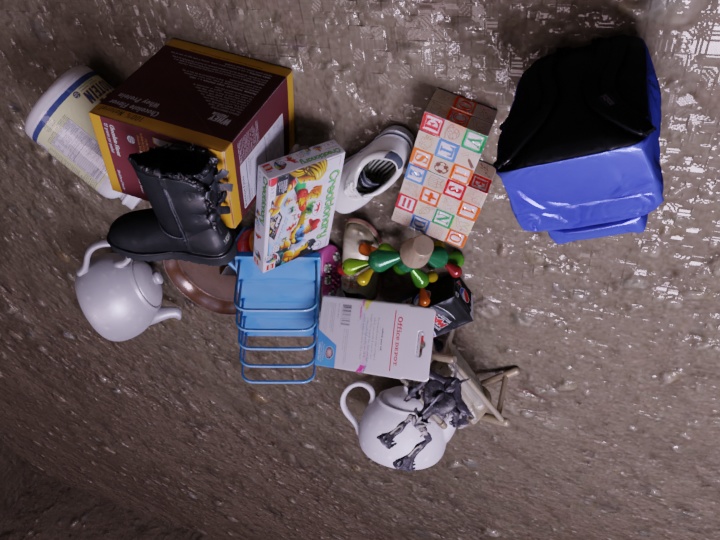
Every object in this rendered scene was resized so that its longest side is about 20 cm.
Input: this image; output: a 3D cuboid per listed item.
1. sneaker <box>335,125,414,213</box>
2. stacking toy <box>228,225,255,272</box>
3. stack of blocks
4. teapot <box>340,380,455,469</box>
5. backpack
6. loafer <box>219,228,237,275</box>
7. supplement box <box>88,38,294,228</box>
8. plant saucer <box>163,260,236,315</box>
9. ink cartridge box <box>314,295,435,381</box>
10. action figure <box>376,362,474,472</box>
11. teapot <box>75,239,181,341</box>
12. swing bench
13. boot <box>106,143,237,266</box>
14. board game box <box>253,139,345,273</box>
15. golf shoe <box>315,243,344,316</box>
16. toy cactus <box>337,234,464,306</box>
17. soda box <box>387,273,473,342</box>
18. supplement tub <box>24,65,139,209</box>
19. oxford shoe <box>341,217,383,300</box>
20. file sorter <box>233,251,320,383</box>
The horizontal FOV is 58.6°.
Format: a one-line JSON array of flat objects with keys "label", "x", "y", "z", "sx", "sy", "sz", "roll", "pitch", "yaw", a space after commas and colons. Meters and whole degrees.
[{"label": "sneaker", "x": 0.002, "y": -0.135, "z": 0.940, "sx": 0.073, "sy": 0.071, "sz": 0.200, "roll": 35, "pitch": 142, "yaw": -10}, {"label": "stacking toy", "x": -0.126, "y": -0.060, "z": 1.091, "sx": 0.110, "sy": 0.116, "sz": 0.200, "roll": 42, "pitch": 125, "yaw": -16}, {"label": "stack of blocks", "x": 0.124, "y": -0.134, "z": 0.882, "sx": 0.114, "sy": 0.059, "sz": 0.201, "roll": 22, "pitch": 141, "yaw": 6}, {"label": "teapot", "x": 0.087, "y": 0.302, "z": 1.317, "sx": 0.197, "sy": 0.199, "sz": 0.147, "roll": 24, "pitch": 112, "yaw": 55}, {"label": "backpack", "x": 0.241, "y": -0.142, "z": 0.699, "sx": 0.161, "sy": 0.201, "sz": 0.168, "roll": -5, "pitch": 141, "yaw": 28}, {"label": "loafer", "x": -0.235, "y": -0.018, "z": 1.188, "sx": 0.200, "sy": 0.072, "sz": 0.073, "roll": 49, "pitch": 165, "yaw": -19}, {"label": "supplement box", "x": -0.222, "y": -0.196, "z": 0.897, "sx": 0.196, "sy": 0.201, "sz": 0.133, "roll": 18, "pitch": 140, "yaw": 11}, {"label": "plant saucer", "x": -0.306, "y": 0.013, "z": 1.308, "sx": 0.199, "sy": 0.035, "sz": 0.201, "roll": 15, "pitch": 140, "yaw": 13}, {"label": "ink cartridge box", "x": 0.033, "y": 0.107, "z": 1.026, "sx": 0.199, "sy": 0.116, "sz": 0.068, "roll": 5, "pitch": 176, "yaw": 27}, {"label": "action figure", "x": 0.114, "y": 0.229, "z": 1.053, "sx": 0.119, "sy": 0.102, "sz": 0.200, "roll": 43, "pitch": 108, "yaw": 15}, {"label": "teapot", "x": -0.486, "y": 0.039, "z": 1.339, "sx": 0.145, "sy": 0.200, "sz": 0.199, "roll": -24, "pitch": 90, "yaw": 3}, {"label": "swing bench", "x": 0.149, "y": 0.181, "z": 1.160, "sx": 0.199, "sy": 0.130, "sz": 0.199, "roll": -16, "pitch": 126, "yaw": 39}, {"label": "boot", "x": -0.254, "y": -0.084, "z": 0.820, "sx": 0.197, "sy": 0.074, "sz": 0.163, "roll": 8, "pitch": 142, "yaw": 11}, {"label": "board game box", "x": -0.095, "y": -0.091, "z": 0.951, "sx": 0.035, "sy": 0.126, "sz": 0.201, "roll": 49, "pitch": 148, "yaw": 26}, {"label": "golf shoe", "x": -0.068, "y": 0.032, "z": 1.166, "sx": 0.091, "sy": 0.075, "sz": 0.201, "roll": 21, "pitch": 136, "yaw": 31}, {"label": "toy cactus", "x": 0.071, "y": -0.010, "z": 0.974, "sx": 0.198, "sy": 0.103, "sz": 0.165, "roll": 7, "pitch": 167, "yaw": -8}, {"label": "soda box", "x": 0.092, "y": 0.080, "z": 1.091, "sx": 0.199, "sy": 0.071, "sz": 0.063, "roll": -27, "pitch": 120, "yaw": 28}, {"label": "supplement tub", "x": -0.410, "y": -0.209, "z": 1.032, "sx": 0.200, "sy": 0.145, "sz": 0.145, "roll": 41, "pitch": 139, "yaw": -17}, {"label": "oxford shoe", "x": 0.000, "y": 0.000, "z": 1.087, "sx": 0.070, "sy": 0.074, "sz": 0.201, "roll": 11, "pitch": 138, "yaw": 19}, {"label": "file sorter", "x": -0.137, "y": 0.083, "z": 1.063, "sx": 0.138, "sy": 0.123, "sz": 0.201, "roll": 1, "pitch": 136, "yaw": -4}]
